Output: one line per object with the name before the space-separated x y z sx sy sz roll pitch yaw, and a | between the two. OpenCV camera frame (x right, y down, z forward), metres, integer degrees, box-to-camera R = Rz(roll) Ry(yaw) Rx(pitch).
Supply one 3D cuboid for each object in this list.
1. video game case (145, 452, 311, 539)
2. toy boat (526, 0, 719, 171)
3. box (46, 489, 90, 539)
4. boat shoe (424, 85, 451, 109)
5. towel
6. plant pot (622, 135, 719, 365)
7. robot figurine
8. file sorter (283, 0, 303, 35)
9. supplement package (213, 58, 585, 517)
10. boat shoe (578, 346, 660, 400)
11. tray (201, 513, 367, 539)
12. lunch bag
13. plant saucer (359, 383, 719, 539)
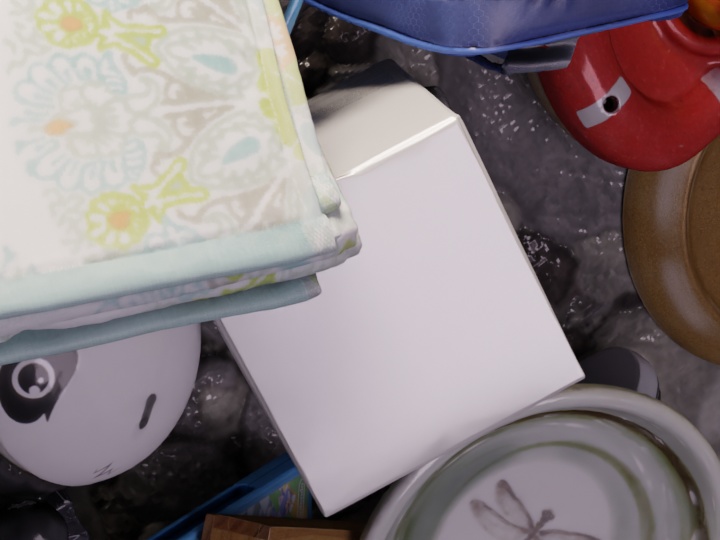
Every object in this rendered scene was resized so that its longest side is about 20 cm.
video game case | -0.074 0.177 1.071 0.200 0.018 0.144 -27 123 -62
toy boat | 0.173 -0.132 1.122 0.200 0.131 0.131 -40 112 -8
box | -0.218 0.148 1.036 0.199 0.132 0.115 -30 134 -13
boat shoe | 0.046 0.008 1.149 0.071 0.072 0.201 -24 113 -11
towel | -0.113 -0.056 0.868 0.199 0.048 0.172 -11 69 -17
plant pot | 0.229 -0.039 1.243 0.199 0.027 0.201 -8 111 -22
robot figurine | -0.159 0.029 0.946 0.151 0.199 0.125 63 37 -29
file sorter | -0.135 -0.131 0.985 0.199 0.139 0.123 16 103 -28
supplement package | 0.000 0.000 1.004 0.121 0.200 0.120 -28 103 0
boat shoe | 0.098 0.131 1.223 0.056 0.069 0.201 25 102 -33
tray | -0.024 0.166 1.115 0.200 0.037 0.099 17 83 -66
lunch bag | 0.056 -0.158 1.025 0.135 0.200 0.133 -13 112 -23
plant saucer | 0.080 0.136 1.147 0.199 0.050 0.201 -9 117 -18
